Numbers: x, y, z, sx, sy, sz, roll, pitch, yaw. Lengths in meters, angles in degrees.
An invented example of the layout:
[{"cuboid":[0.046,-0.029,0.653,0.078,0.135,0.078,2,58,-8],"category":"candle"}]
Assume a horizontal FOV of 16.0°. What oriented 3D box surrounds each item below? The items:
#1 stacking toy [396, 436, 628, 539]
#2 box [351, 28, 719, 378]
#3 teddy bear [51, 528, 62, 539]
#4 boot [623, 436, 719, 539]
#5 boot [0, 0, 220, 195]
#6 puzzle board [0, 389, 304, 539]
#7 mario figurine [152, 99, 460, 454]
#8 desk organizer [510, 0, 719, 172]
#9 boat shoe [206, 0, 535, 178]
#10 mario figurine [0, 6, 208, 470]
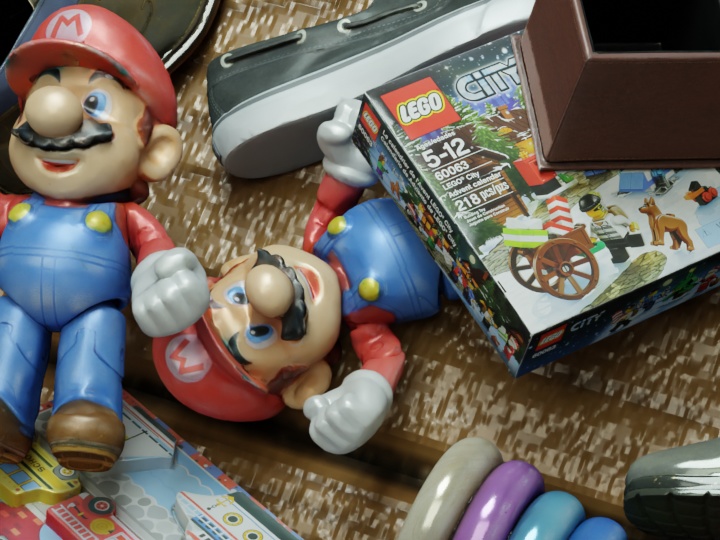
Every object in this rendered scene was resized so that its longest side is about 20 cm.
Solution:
[{"cuboid":[0.114,0.146,1.074,0.200,0.085,0.085,25,77,16],"category":"stacking toy"},{"cuboid":[0.116,-0.051,1.123,0.200,0.038,0.137,-23,65,-24],"category":"box"},{"cuboid":[-0.136,0.191,1.087,0.145,0.067,0.200,-34,34,3],"category":"teddy bear"},{"cuboid":[0.204,0.044,1.104,0.200,0.068,0.131,-8,64,2],"category":"boot"},{"cuboid":[-0.127,-0.130,1.215,0.075,0.097,0.200,19,75,28],"category":"boot"},{"cuboid":[-0.107,0.120,1.097,0.151,0.017,0.200,-23,46,-36],"category":"puzzle board"},{"cuboid":[0.000,0.000,1.134,0.200,0.106,0.123,-27,32,-6],"category":"mario figurine"},{"cuboid":[0.174,-0.094,1.092,0.200,0.077,0.072,-1,58,-13],"category":"desk organizer"},{"cuboid":[0.019,-0.104,1.193,0.200,0.069,0.057,-20,67,7],"category":"boat shoe"},{"cuboid":[-0.134,-0.021,1.101,0.123,0.106,0.200,13,73,-24],"category":"mario figurine"}]
